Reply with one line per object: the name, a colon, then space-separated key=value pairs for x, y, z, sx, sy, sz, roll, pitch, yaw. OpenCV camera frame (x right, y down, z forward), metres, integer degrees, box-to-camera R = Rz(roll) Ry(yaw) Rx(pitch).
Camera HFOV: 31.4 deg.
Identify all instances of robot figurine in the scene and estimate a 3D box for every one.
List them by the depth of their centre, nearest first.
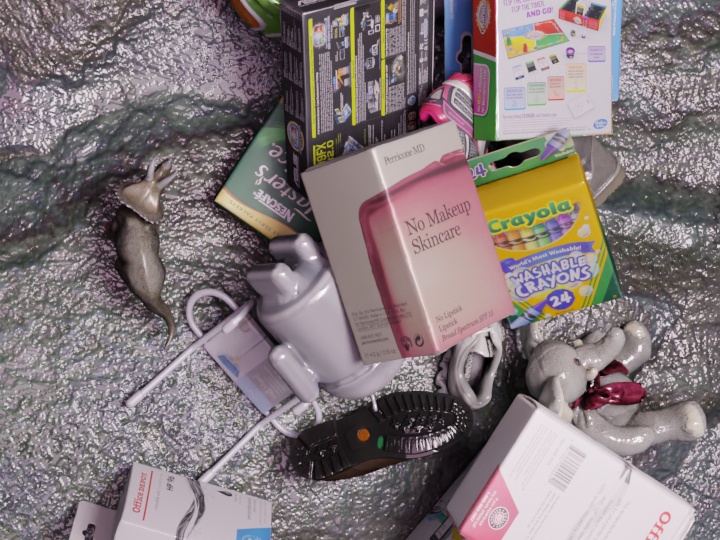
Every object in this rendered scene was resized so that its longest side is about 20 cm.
robot figurine: x=-0.027 y=0.051 z=1.304 sx=0.200 sy=0.112 sz=0.170 roll=49 pitch=66 yaw=-24

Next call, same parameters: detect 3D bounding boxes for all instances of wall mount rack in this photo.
wall mount rack: x=-0.142 y=0.128 z=1.358 sx=0.173 sy=0.075 sz=0.200 roll=-37 pitch=98 yaw=27

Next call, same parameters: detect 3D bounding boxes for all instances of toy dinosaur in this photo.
toy dinosaur: x=-0.228 y=-0.016 z=1.317 sx=0.076 sy=0.102 sz=0.203 roll=0 pitch=91 yaw=-10

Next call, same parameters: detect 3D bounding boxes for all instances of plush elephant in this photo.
plush elephant: x=0.242 y=0.118 z=1.373 sx=0.198 sy=0.166 sz=0.155 roll=-25 pitch=137 yaw=9

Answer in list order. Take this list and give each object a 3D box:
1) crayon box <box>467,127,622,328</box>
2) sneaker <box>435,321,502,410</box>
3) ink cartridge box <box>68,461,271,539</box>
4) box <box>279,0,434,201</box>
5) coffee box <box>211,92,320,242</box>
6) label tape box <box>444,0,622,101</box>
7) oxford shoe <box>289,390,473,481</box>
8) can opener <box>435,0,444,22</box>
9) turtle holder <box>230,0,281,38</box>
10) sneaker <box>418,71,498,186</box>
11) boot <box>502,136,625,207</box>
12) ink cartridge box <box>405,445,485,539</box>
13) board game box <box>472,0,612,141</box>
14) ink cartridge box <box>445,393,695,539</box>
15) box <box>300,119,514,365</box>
crayon box: x=0.183 y=-0.038 z=1.309 sx=0.124 sy=0.052 sz=0.201 roll=-17 pitch=130 yaw=13
sneaker: x=0.130 y=0.055 z=1.397 sx=0.074 sy=0.081 sz=0.203 roll=4 pitch=90 yaw=-8
ink cartridge box: x=-0.195 y=0.269 z=1.322 sx=0.198 sy=0.116 sz=0.069 roll=18 pitch=110 yaw=-11
box: x=-0.001 y=-0.187 z=1.285 sx=0.159 sy=0.044 sz=0.202 roll=-21 pitch=127 yaw=-28
coffee box: x=-0.057 y=-0.123 z=1.373 sx=0.122 sy=0.044 sz=0.201 roll=35 pitch=86 yaw=-11
label tape box: x=0.178 y=-0.247 z=1.376 sx=0.197 sy=0.066 sz=0.145 roll=-8 pitch=118 yaw=-8
oxford shoe: x=0.026 y=0.179 z=1.382 sx=0.197 sy=0.085 sz=0.074 roll=-13 pitch=71 yaw=5
can opener: x=0.159 y=-0.300 z=1.399 sx=0.198 sy=0.053 sz=0.068 roll=-22 pitch=92 yaw=-8
turtle holder: x=-0.060 y=-0.319 z=1.318 sx=0.141 sy=0.131 sz=0.186 roll=39 pitch=65 yaw=-12
sneaker: x=0.098 y=-0.102 z=1.329 sx=0.075 sy=0.080 sz=0.202 roll=-39 pitch=128 yaw=-37
boot: x=0.175 y=-0.122 z=1.363 sx=0.182 sy=0.072 sz=0.200 roll=-49 pitch=125 yaw=-2
ink cartridge box: x=0.150 y=0.309 z=1.376 sx=0.147 sy=0.146 sz=0.200 roll=42 pitch=86 yaw=-9
board game box: x=0.184 y=-0.234 z=1.280 sx=0.151 sy=0.040 sz=0.203 roll=-5 pitch=99 yaw=-30
ink cartridge box: x=0.206 y=0.238 z=1.263 sx=0.199 sy=0.085 sz=0.147 roll=33 pitch=91 yaw=-9
box: x=0.047 y=-0.027 z=1.238 sx=0.127 sy=0.108 sz=0.202 roll=-24 pitch=98 yaw=-42
